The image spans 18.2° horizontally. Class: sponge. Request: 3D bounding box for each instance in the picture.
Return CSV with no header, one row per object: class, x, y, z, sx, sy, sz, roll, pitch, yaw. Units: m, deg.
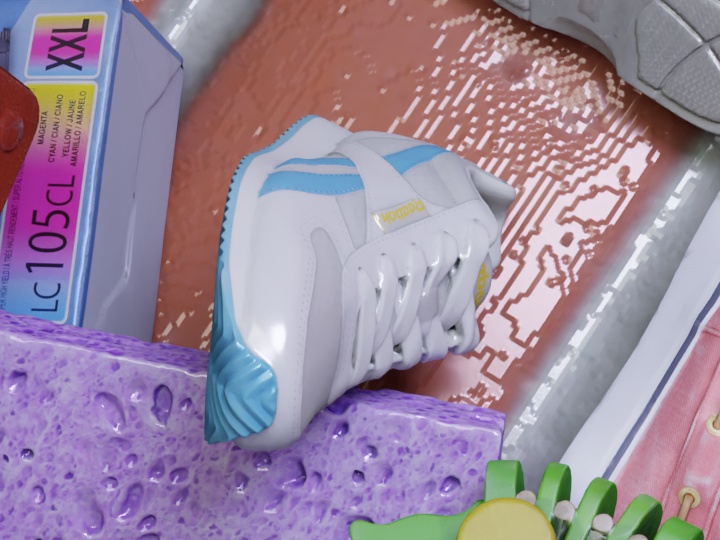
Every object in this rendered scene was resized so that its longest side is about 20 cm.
sponge,-0.057,0.083,0.750,0.200,0.030,0.112,11,103,8

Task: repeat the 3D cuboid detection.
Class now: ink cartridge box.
ink cartridge box,-0.176,-0.026,0.838,0.200,0.076,0.137,0,72,17

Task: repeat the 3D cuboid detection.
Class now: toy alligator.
toy alligator,0.094,0.098,0.678,0.200,0.059,0.054,19,67,19

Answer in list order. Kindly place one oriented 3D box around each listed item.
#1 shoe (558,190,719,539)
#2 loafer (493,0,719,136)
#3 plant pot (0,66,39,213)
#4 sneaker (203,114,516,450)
shoe,0.140,0.036,0.734,0.091,0.071,0.200,31,87,21
loafer,0.089,-0.120,0.811,0.200,0.072,0.063,43,43,23
plant pot,-0.222,-0.037,0.701,0.176,0.200,0.200,18,81,25
sneaker,0.000,0.000,0.723,0.081,0.200,0.077,12,114,8
